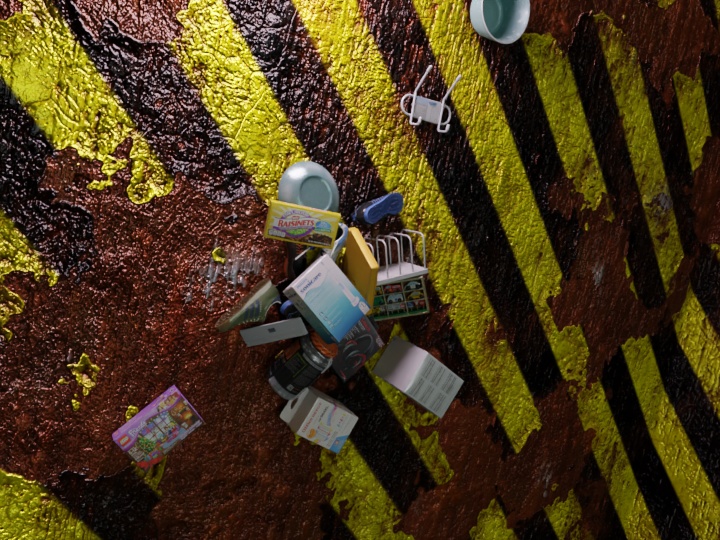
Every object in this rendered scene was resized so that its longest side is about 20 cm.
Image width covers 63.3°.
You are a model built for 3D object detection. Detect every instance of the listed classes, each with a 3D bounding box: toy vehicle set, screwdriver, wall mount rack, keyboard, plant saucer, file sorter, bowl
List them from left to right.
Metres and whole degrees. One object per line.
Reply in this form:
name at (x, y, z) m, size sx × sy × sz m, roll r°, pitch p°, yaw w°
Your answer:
keyboard at (-0.244, 0.172, 1.634) m, size 0.198 × 0.011 × 0.057 m, roll -14°, pitch 111°, yaw 20°
screwdriver at (-0.144, -0.059, 1.628) m, size 0.029 × 0.200 × 0.028 m, roll -6°, pitch 105°, yaw 11°
plant saucer at (-0.134, -0.209, 1.640) m, size 0.199 × 0.039 × 0.204 m, roll 2°, pitch 87°, yaw -35°
file sorter at (0.085, -0.044, 1.785) m, size 0.198 × 0.138 × 0.126 m, roll -13°, pitch 106°, yaw -28°
toy vehicle set at (0.109, 0.087, 1.825) m, size 0.198 × 0.027 × 0.126 m, roll -10°, pitch 112°, yaw 13°
wall mount rack at (0.225, -0.521, 1.789) m, size 0.198 × 0.074 × 0.176 m, roll 5°, pitch 99°, yaw -33°
bowl at (0.419, -0.807, 1.819) m, size 0.199 × 0.105 × 0.203 m, roll -8°, pitch 105°, yaw -29°

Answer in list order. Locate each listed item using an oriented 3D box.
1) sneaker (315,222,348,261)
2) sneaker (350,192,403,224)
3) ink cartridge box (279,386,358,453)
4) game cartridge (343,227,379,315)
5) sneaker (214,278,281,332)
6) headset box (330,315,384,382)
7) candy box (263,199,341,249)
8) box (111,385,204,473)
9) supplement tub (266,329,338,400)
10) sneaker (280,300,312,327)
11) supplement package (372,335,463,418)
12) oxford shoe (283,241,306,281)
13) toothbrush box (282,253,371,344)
sneaker at (-0.099, -0.051, 1.708) m, size 0.072 × 0.071 × 0.201 m, roll 41°, pitch 75°, yaw -43°
sneaker at (0.051, -0.191, 1.775) m, size 0.199 × 0.077 × 0.071 m, roll -27°, pitch 114°, yaw -47°
ink cartridge box at (-0.134, 0.442, 1.777) m, size 0.199 × 0.125 × 0.129 m, roll 35°, pitch 83°, yaw -33°
game cartridge at (0.000, 0.000, 1.676) m, size 0.032 × 0.177 × 0.201 m, roll -12°, pitch 140°, yaw -20°
sneaker at (-0.302, 0.119, 1.629) m, size 0.200 × 0.067 × 0.090 m, roll -44°, pitch 115°, yaw -18°
headset box at (-0.029, 0.220, 1.816) m, size 0.200 × 0.075 × 0.149 m, roll -40°, pitch 118°, yaw -16°
candy box at (-0.160, -0.124, 1.603) m, size 0.198 × 0.026 × 0.103 m, roll 9°, pitch 105°, yaw -18°
box at (-0.542, 0.427, 1.576) m, size 0.200 × 0.039 × 0.138 m, roll -40°, pitch 118°, yaw -17°
supplement tub at (-0.165, 0.266, 1.679) m, size 0.200 × 0.123 × 0.122 m, roll -43°, pitch 123°, yaw 15°
sneaker at (-0.136, 0.128, 1.700) m, size 0.198 × 0.078 × 0.071 m, roll -3°, pitch 130°, yaw -41°
supplement package at (0.186, 0.345, 1.908) m, size 0.200 × 0.191 × 0.148 m, roll 39°, pitch 81°, yaw -31°
oxford shoe at (-0.175, -0.066, 1.658) m, size 0.070 × 0.072 × 0.203 m, roll -6°, pitch 105°, yaw -28°
toothbrush box at (-0.092, 0.081, 1.619) m, size 0.200 × 0.085 × 0.146 m, roll 50°, pitch 62°, yaw -10°
